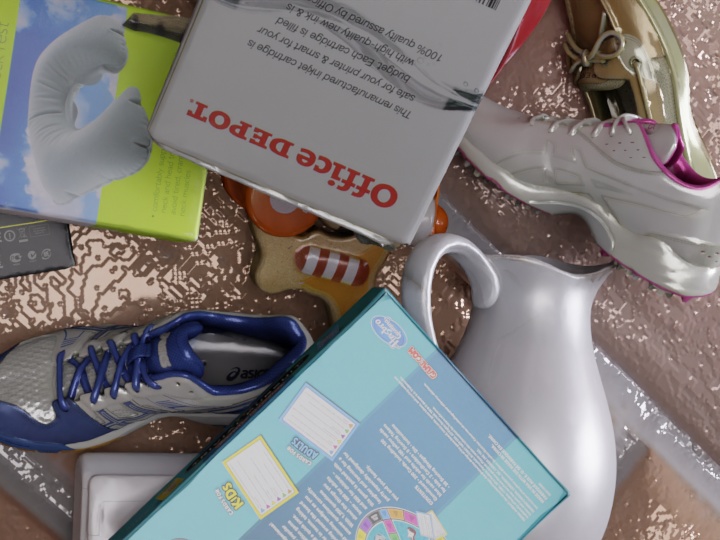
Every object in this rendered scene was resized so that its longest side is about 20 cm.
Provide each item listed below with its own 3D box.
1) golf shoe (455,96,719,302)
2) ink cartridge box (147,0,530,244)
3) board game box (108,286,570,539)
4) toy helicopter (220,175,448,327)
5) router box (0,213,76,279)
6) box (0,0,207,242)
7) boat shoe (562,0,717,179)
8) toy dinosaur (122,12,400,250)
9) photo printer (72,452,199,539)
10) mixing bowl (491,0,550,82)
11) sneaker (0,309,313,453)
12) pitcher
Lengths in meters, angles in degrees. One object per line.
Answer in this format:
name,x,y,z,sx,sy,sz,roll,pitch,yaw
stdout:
golf shoe,0.144,-0.067,0.922,0.199,0.075,0.092,32,116,10
ink cartridge box,-0.001,-0.134,0.746,0.146,0.083,0.201,24,109,-10
board game box,-0.012,0.132,0.817,0.200,0.047,0.151,-43,96,-6
toy helicopter,0.000,0.000,0.921,0.131,0.079,0.201,-16,109,-13
router box,-0.268,-0.061,0.841,0.199,0.062,0.151,-9,95,-15
box,-0.177,-0.090,0.808,0.199,0.048,0.123,9,87,-24
boat shoe,0.167,-0.101,0.961,0.063,0.073,0.202,-26,106,-18
toy dinosaur,-0.026,-0.098,0.832,0.200,0.047,0.088,43,78,-17
photo printer,-0.071,0.191,0.902,0.199,0.069,0.168,2,92,-16
mixing bowl,0.047,-0.199,0.878,0.108,0.199,0.201,-27,100,-40
sneaker,-0.122,0.051,0.862,0.199,0.088,0.076,-7,68,-14
pitcher,0.079,0.083,0.905,0.171,0.121,0.202,10,85,-42
